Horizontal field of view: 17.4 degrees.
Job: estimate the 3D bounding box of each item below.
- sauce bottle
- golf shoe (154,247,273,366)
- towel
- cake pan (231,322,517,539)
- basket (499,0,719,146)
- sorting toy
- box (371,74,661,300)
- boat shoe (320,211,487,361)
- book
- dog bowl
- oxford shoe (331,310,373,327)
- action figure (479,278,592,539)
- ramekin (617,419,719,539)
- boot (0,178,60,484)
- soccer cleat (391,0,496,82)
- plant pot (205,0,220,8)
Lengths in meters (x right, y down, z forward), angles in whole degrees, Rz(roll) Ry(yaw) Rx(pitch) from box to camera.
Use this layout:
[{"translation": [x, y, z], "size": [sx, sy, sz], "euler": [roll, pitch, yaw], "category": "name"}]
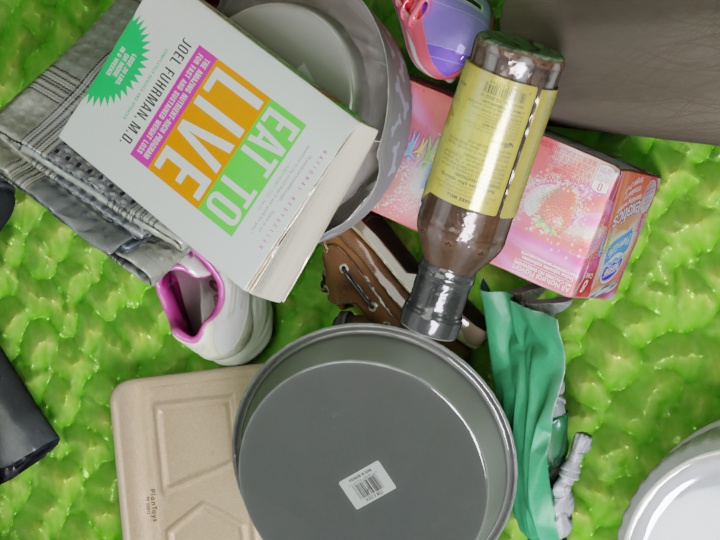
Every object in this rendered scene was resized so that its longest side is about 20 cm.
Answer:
[{"translation": [0.073, -0.053, 1.516], "size": [0.064, 0.065, 0.201], "euler": [25, 105, 22], "category": "sauce bottle"}, {"translation": [-0.119, -0.031, 1.697], "size": [0.075, 0.091, 0.201], "euler": [-20, 79, 23], "category": "golf shoe"}, {"translation": [-0.155, -0.106, 1.687], "size": [0.192, 0.035, 0.200], "euler": [34, 67, 19], "category": "towel"}, {"translation": [0.005, 0.135, 1.580], "size": [0.199, 0.037, 0.202], "euler": [4, 110, 11], "category": "cake pan"}, {"translation": [0.204, -0.149, 1.535], "size": [0.199, 0.180, 0.137], "euler": [3, 62, 33], "category": "basket"}, {"translation": [-0.079, 0.162, 1.705], "size": [0.199, 0.036, 0.186], "euler": [-7, 87, 18], "category": "sorting toy"}, {"translation": [0.089, -0.060, 1.601], "size": [0.199, 0.103, 0.095], "euler": [24, 97, 21], "category": "box"}, {"translation": [0.000, 0.000, 1.653], "size": [0.200, 0.072, 0.068], "euler": [46, 104, 18], "category": "boat shoe"}, {"translation": [-0.095, -0.090, 1.550], "size": [0.200, 0.048, 0.134], "euler": [37, 100, 31], "category": "book"}, {"translation": [-0.053, -0.107, 1.584], "size": [0.199, 0.059, 0.202], "euler": [-4, 82, 29], "category": "dog bowl"}, {"translation": [0.034, 0.116, 1.625], "size": [0.084, 0.073, 0.201], "euler": [-16, 105, 20], "category": "oxford shoe"}, {"translation": [0.123, 0.112, 1.592], "size": [0.054, 0.118, 0.201], "euler": [-9, 106, -15], "category": "action figure"}, {"translation": [0.258, 0.191, 1.519], "size": [0.199, 0.105, 0.202], "euler": [-1, 87, 23], "category": "ramekin"}, {"translation": [-0.285, 0.051, 1.777], "size": [0.165, 0.066, 0.201], "euler": [-36, 72, 27], "category": "boot"}, {"translation": [0.039, -0.197, 1.591], "size": [0.067, 0.076, 0.200], "euler": [-40, 32, 18], "category": "soccer cleat"}, {"translation": [-0.111, -0.289, 1.635], "size": [0.199, 0.182, 0.202], "euler": [-11, 70, 31], "category": "plant pot"}]
